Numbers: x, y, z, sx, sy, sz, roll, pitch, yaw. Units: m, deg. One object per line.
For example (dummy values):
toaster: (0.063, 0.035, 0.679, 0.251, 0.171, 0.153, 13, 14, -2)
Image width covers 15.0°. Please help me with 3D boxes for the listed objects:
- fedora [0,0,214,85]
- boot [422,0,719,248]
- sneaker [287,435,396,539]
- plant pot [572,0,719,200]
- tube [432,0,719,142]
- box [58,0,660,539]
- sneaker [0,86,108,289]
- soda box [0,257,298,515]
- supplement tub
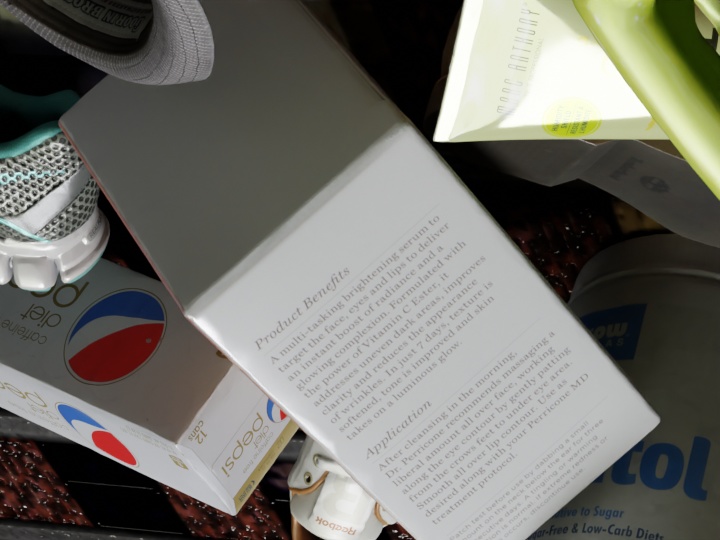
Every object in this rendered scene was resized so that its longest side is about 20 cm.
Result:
fedora: (-0.094, -0.152, 0.923, 0.177, 0.090, 0.200, 38, 165, 13)
boot: (0.124, -0.057, 1.011, 0.199, 0.076, 0.074, 21, 158, -18)
sneaker: (0.011, 0.080, 1.275, 0.073, 0.085, 0.200, 20, 147, -1)
plant pot: (0.178, -0.108, 0.721, 0.199, 0.182, 0.200, -31, 124, 22)
tube: (0.127, -0.071, 0.946, 0.199, 0.058, 0.052, 3, 177, -14)
box: (0.000, 0.000, 1.061, 0.106, 0.152, 0.200, -41, 129, 3)
sneaker: (-0.200, -0.065, 1.165, 0.199, 0.078, 0.091, 14, 133, -2)
soda box: (-0.119, 0.038, 1.225, 0.200, 0.068, 0.064, 20, 157, 39)
supplement tub: (0.128, 0.101, 1.137, 0.131, 0.201, 0.132, 12, 149, 7)
